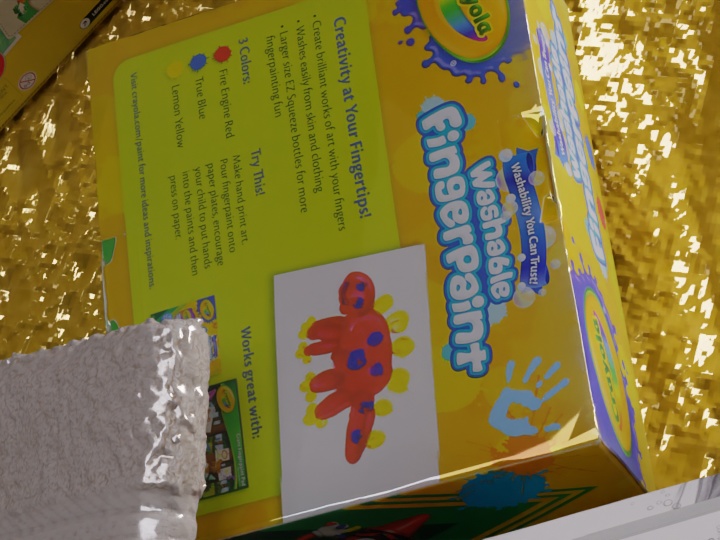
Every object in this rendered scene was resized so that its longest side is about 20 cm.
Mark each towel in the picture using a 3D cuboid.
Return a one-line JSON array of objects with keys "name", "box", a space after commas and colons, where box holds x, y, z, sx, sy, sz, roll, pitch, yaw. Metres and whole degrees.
[{"name": "towel", "box": [-0.118, 0.092, 0.808, 0.200, 0.034, 0.133, -17, 65, 48]}]

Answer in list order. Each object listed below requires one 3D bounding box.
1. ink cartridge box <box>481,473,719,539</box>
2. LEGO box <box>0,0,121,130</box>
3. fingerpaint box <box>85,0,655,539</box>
[{"name": "ink cartridge box", "box": [0.098, 0.134, 0.692, 0.200, 0.083, 0.147, -18, 31, 14]}, {"name": "LEGO box", "box": [-0.191, -0.106, 0.924, 0.200, 0.149, 0.077, -47, 57, -5]}, {"name": "fingerpaint box", "box": [0.000, 0.000, 0.836, 0.166, 0.073, 0.200, -17, 61, 16]}]
